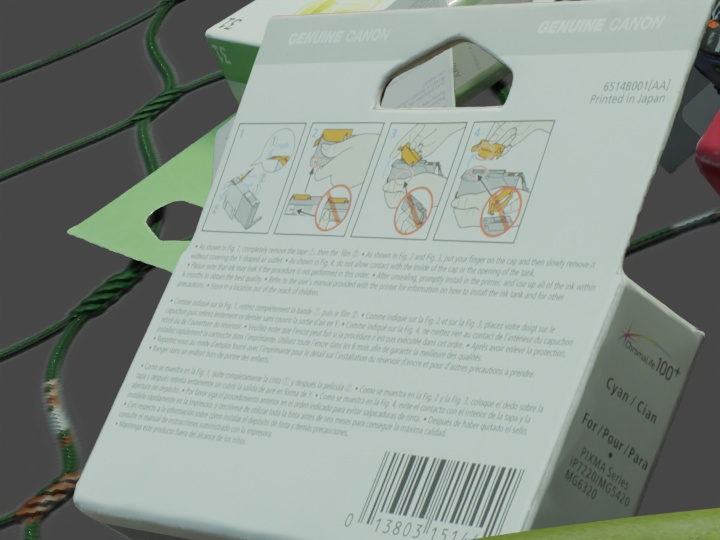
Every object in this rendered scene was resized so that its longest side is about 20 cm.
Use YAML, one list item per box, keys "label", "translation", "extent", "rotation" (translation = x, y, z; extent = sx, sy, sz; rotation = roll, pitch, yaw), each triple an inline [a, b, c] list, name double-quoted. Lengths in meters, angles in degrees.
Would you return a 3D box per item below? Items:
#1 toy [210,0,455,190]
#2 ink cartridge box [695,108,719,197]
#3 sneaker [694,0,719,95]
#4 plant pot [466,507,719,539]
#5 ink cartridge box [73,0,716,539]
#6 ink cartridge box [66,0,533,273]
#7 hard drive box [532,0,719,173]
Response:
- label: "toy"
  translation: [0.000, 0.000, 0.890]
  extent: [0.115, 0.047, 0.201]
  rotation: [-33, 40, 28]
- label: "ink cartridge box"
  translation: [0.204, -0.043, 0.639]
  extent: [0.200, 0.086, 0.148]
  rotation: [23, 73, 47]
- label: "sneaker"
  translation: [0.157, -0.042, 0.800]
  extent: [0.075, 0.078, 0.200]
  rotation: [-34, 38, 13]
- label: "plant pot"
  translation: [0.043, 0.125, 0.443]
  extent: [0.192, 0.201, 0.200]
  rotation: [-19, 21, -12]
- label: "ink cartridge box"
  translation: [0.016, 0.008, 0.782]
  extent: [0.200, 0.045, 0.177]
  rotation: [4, 66, 49]
- label: "ink cartridge box"
  translation: [-0.025, -0.076, 1.109]
  extent: [0.200, 0.048, 0.145]
  rotation: [-34, 24, -21]
- label: "hard drive box"
  translation: [0.147, -0.150, 0.969]
  extent: [0.156, 0.077, 0.200]
  rotation: [-42, 14, 28]
